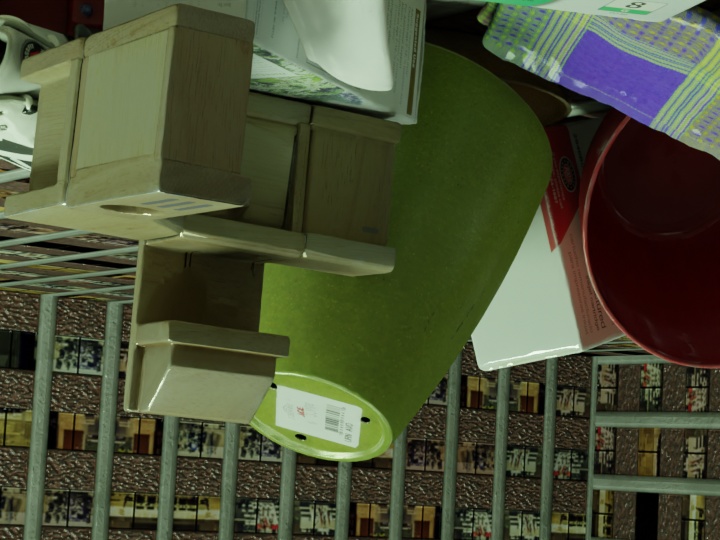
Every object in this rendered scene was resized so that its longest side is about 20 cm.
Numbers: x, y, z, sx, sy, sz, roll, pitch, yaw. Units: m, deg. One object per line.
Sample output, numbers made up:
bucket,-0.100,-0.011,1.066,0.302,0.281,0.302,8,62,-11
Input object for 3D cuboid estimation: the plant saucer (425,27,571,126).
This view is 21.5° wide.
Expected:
plant saucer,0.035,-0.121,1.200,0.198,0.036,0.200,3,173,0

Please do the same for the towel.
towel,0.160,-0.105,0.995,0.199,0.023,0.144,27,166,-3

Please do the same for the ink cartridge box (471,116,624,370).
ink cartridge box,0.147,-0.025,1.274,0.083,0.146,0.199,-13,-179,35

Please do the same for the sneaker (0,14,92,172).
sneaker,-0.158,-0.087,0.964,0.198,0.075,0.088,9,167,-12

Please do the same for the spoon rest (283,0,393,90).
spoon rest,-0.015,-0.145,0.799,0.060,0.100,0.200,-24,157,3

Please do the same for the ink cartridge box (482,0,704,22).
ink cartridge box,0.100,-0.155,0.810,0.160,0.051,0.200,5,176,-16

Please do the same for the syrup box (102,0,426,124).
syrup box,-0.042,-0.129,0.950,0.078,0.082,0.200,2,174,26

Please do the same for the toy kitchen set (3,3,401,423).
toy kitchen set,-0.046,-0.012,0.892,0.199,0.165,0.180,9,173,-31

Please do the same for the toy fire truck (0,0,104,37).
toy fire truck,-0.204,-0.154,0.958,0.198,0.049,0.141,4,173,-12

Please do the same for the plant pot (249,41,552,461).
plant pot,0.000,0.000,1.091,0.186,0.201,0.188,13,147,8

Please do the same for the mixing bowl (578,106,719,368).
mixing bowl,0.215,-0.053,1.174,0.198,0.202,0.108,5,-160,-16
